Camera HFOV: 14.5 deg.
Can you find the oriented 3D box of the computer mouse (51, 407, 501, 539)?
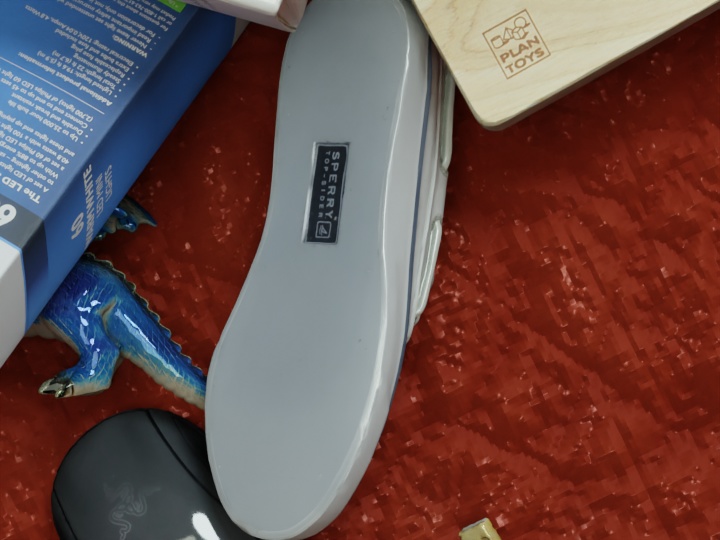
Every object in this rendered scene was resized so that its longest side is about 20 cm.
[{"bbox_3d":[-0.017,0.120,1.025,0.140,0.046,0.200,-35,85,5],"label":"computer mouse"}]

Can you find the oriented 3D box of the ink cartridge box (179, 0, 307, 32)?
[{"bbox_3d":[-0.096,-0.176,0.940,0.199,0.084,0.146,17,90,3],"label":"ink cartridge box"}]

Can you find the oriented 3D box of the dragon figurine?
[{"bbox_3d":[-0.111,-0.006,1.033,0.199,0.059,0.100,14,90,8],"label":"dragon figurine"}]

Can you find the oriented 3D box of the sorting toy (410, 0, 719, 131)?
[{"bbox_3d":[0.086,-0.180,1.010,0.200,0.070,0.199,-29,83,4],"label":"sorting toy"}]

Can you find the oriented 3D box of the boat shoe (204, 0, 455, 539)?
[{"bbox_3d":[0.000,0.000,1.017,0.073,0.065,0.201,13,88,31],"label":"boat shoe"}]

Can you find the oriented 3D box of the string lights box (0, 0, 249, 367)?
[{"bbox_3d":[-0.124,-0.063,0.987,0.103,0.059,0.200,27,60,11],"label":"string lights box"}]
